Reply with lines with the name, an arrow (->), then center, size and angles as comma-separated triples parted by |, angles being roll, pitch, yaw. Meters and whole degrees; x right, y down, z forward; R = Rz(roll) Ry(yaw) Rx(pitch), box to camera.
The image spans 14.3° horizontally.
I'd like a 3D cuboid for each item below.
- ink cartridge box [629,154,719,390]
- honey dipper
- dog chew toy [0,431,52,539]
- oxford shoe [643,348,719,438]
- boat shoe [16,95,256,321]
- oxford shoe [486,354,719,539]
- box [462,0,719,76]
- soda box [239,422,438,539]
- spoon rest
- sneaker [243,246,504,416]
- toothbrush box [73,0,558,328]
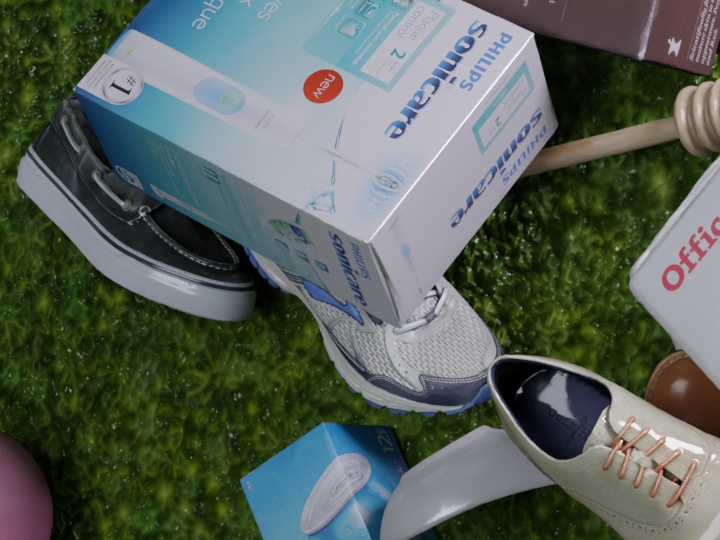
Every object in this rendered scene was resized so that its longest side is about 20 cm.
ink cartridge box -> 0.245, 0.022, 1.348 | 0.145, 0.083, 0.200 | -52, 58, 21
honey dipper -> 0.128, -0.065, 1.479 | 0.200, 0.038, 0.038 | -14, 78, 40
dog chew toy -> -0.237, 0.195, 1.676 | 0.124, 0.124, 0.200 | -6, 89, 36
oxford shoe -> 0.177, 0.134, 1.385 | 0.071, 0.071, 0.200 | -10, 82, 7
boat shoe -> -0.128, -0.040, 1.641 | 0.200, 0.072, 0.071 | 35, 111, 36
oxford shoe -> 0.136, 0.099, 1.340 | 0.200, 0.074, 0.071 | 26, 84, 36
box -> 0.096, -0.172, 1.486 | 0.200, 0.075, 0.100 | 19, 97, 39
soda box -> 0.012, 0.183, 1.521 | 0.068, 0.064, 0.200 | -36, 66, 29
spoon rest -> 0.095, 0.093, 1.458 | 0.200, 0.099, 0.061 | -35, 83, 16
sneaker -> 0.000, 0.000, 1.517 | 0.200, 0.077, 0.085 | 40, 153, 31
toothbrush box -> -0.022, -0.083, 1.478 | 0.200, 0.085, 0.146 | 29, 69, 28
